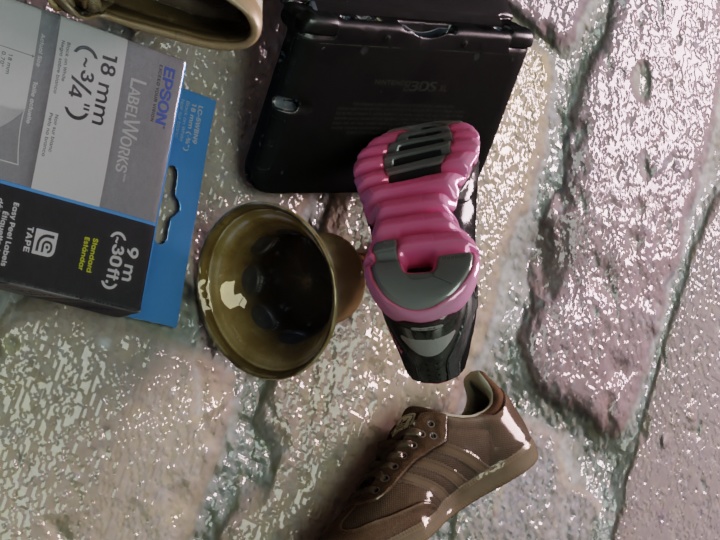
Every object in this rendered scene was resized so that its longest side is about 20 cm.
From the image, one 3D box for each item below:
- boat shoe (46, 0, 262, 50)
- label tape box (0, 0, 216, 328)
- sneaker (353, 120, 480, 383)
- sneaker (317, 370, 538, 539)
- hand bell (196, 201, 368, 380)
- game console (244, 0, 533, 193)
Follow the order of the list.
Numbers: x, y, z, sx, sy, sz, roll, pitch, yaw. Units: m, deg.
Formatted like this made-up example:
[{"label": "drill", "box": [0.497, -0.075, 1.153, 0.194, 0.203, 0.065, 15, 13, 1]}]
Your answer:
[{"label": "boat shoe", "box": [-0.142, -0.168, 0.895, 0.199, 0.071, 0.065, 14, 40, -19]}, {"label": "label tape box", "box": [-0.150, -0.055, 0.933, 0.200, 0.063, 0.145, 15, 81, -41]}, {"label": "sneaker", "box": [0.040, -0.012, 1.023, 0.200, 0.079, 0.096, -83, 162, -51]}, {"label": "sneaker", "box": [0.030, 0.132, 1.110, 0.200, 0.070, 0.076, -26, 89, -42]}, {"label": "hand bell", "box": [0.000, 0.000, 1.073, 0.200, 0.104, 0.105, -12, 99, -55]}, {"label": "game console", "box": [0.001, -0.151, 1.100, 0.200, 0.116, 0.176, -3, 123, -42]}]
